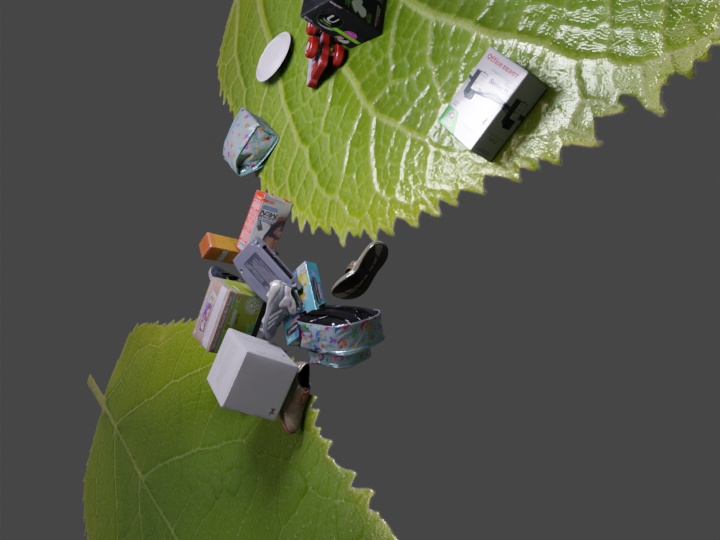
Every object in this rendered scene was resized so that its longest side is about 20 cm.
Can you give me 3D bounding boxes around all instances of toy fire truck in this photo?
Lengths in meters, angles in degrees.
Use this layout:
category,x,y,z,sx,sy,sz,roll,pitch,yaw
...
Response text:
category,x,y,z,sx,sy,sz,roll,pitch,yaw
toy fire truck,-0.132,-0.709,1.814,0.168,0.112,0.201,151,124,-61

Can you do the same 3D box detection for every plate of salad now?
category,x,y,z,sx,sy,sz,roll,pitch,yaw
plate of salad,-0.311,-0.771,2.060,0.200,0.048,0.201,-26,51,37

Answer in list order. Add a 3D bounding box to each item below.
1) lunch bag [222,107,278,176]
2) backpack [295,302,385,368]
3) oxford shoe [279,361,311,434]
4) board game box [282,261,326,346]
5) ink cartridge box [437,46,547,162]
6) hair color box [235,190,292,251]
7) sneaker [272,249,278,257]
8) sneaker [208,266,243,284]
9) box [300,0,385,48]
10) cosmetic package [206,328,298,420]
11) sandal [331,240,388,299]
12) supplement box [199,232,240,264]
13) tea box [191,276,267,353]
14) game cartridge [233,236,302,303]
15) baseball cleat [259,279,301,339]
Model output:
category,x,y,z,sx,sy,sz,roll,pitch,yaw
lunch bag,-0.404,-0.445,2.014,0.200,0.122,0.170,-54,46,14
backpack,-0.042,0.158,1.408,0.199,0.177,0.151,-8,95,41
oxford shoe,-0.178,0.351,1.576,0.075,0.070,0.201,-15,68,42
board game box,-0.171,0.097,1.658,0.151,0.047,0.201,-39,53,34
ink cartridge box,0.289,-0.370,1.264,0.200,0.083,0.147,-54,46,21
hair color box,-0.311,-0.145,1.832,0.064,0.111,0.201,33,104,47
sneaker,-0.283,-0.019,1.767,0.200,0.075,0.116,156,123,-63
sneaker,-0.456,0.042,1.963,0.200,0.078,0.080,52,122,30
box,-0.049,-0.770,1.659,0.148,0.199,0.125,-1,77,47
cosmetic package,-0.304,0.287,1.580,0.200,0.167,0.167,26,92,60
sandal,0.001,0.000,1.489,0.201,0.080,0.057,-49,31,18
supplement box,-0.422,-0.063,1.862,0.069,0.199,0.067,-49,48,31
tea box,-0.384,0.147,1.764,0.133,0.196,0.201,28,100,47
game cartridge,-0.275,0.012,1.655,0.200,0.042,0.133,48,127,-1
baseball cleat,-0.227,0.125,1.624,0.106,0.070,0.201,17,123,10
